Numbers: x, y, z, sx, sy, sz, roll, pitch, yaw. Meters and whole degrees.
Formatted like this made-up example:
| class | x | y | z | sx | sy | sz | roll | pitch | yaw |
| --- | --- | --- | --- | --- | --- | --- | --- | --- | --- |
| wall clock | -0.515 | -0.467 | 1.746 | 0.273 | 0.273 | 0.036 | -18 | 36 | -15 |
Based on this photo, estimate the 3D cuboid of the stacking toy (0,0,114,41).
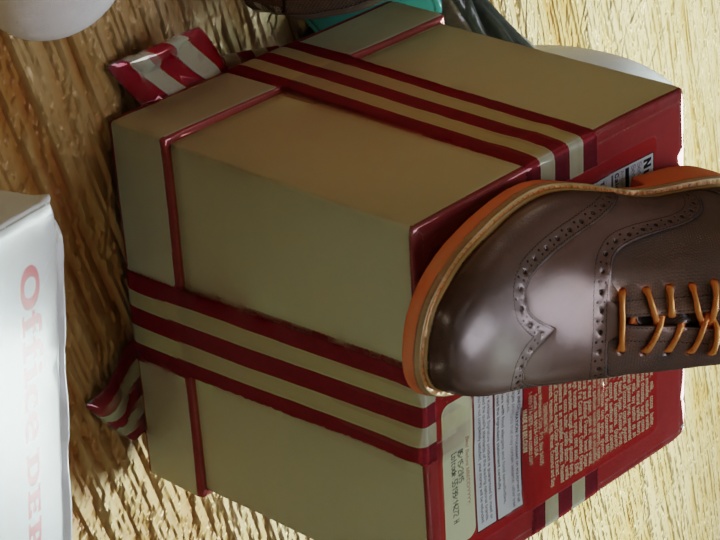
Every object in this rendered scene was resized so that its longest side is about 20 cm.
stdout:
| class | x | y | z | sx | sy | sz | roll | pitch | yaw |
| --- | --- | --- | --- | --- | --- | --- | --- | --- | --- |
| stacking toy | -0.064 | -0.160 | 0.816 | 0.200 | 0.146 | 0.146 | -53 | 150 | -22 |

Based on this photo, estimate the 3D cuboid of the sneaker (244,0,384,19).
| class | x | y | z | sx | sy | sz | roll | pitch | yaw |
| --- | --- | --- | --- | --- | --- | --- | --- | --- | --- |
| sneaker | -0.030 | -0.199 | 0.949 | 0.070 | 0.076 | 0.200 | 29 | 49 | -70 |

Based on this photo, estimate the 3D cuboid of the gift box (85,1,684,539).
| class | x | y | z | sx | sy | sz | roll | pitch | yaw |
| --- | --- | --- | --- | --- | --- | --- | --- | --- | --- |
| gift box | 0.000 | 0.000 | 0.935 | 0.200 | 0.187 | 0.185 | -21 | 120 | -40 |

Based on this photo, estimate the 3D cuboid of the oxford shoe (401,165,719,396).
| class | x | y | z | sx | sy | sz | roll | pitch | yaw |
| --- | --- | --- | --- | --- | --- | --- | --- | --- | --- |
| oxford shoe | 0.097 | 0.005 | 0.844 | 0.200 | 0.073 | 0.071 | -20 | 120 | -42 |

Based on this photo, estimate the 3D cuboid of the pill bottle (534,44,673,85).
| class | x | y | z | sx | sy | sz | roll | pitch | yaw |
| --- | --- | --- | --- | --- | --- | --- | --- | --- | --- |
| pill bottle | 0.108 | -0.017 | 1.325 | 0.113 | 0.113 | 0.200 | 38 | 62 | -68 |

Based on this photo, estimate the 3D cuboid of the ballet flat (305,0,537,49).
| class | x | y | z | sx | sy | sz | roll | pitch | yaw |
| --- | --- | --- | --- | --- | --- | --- | --- | --- | --- |
| ballet flat | 0.033 | -0.105 | 1.049 | 0.200 | 0.068 | 0.068 | 46 | 31 | -15 |

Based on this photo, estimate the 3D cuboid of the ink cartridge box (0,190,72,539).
| class | x | y | z | sx | sy | sz | roll | pitch | yaw |
| --- | --- | --- | --- | --- | --- | --- | --- | --- | --- |
| ink cartridge box | -0.163 | 0.069 | 0.650 | 0.200 | 0.084 | 0.145 | -39 | 134 | -62 |

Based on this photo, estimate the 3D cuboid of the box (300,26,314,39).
| class | x | y | z | sx | sy | sz | roll | pitch | yaw |
| --- | --- | --- | --- | --- | --- | --- | --- | --- | --- |
| box | 0.007 | -0.069 | 1.135 | 0.200 | 0.038 | 0.137 | -60 | 151 | -46 |
